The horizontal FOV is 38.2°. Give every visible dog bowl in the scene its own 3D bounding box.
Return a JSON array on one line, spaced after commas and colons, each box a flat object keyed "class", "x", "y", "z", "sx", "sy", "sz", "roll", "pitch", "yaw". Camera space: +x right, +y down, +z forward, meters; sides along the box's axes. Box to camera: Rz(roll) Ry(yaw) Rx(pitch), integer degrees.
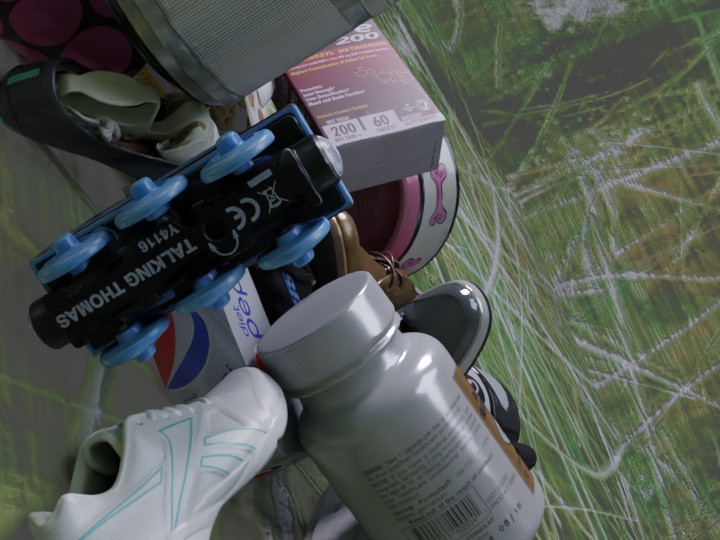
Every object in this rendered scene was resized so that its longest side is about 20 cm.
[{"class": "dog bowl", "x": -0.008, "y": -0.080, "z": 1.011, "sx": 0.074, "sy": 0.200, "sz": 0.200, "roll": -19, "pitch": 81, "yaw": -54}]

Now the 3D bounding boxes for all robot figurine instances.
[{"class": "robot figurine", "x": 0.089, "y": 0.149, "z": 1.038, "sx": 0.200, "sy": 0.150, "sz": 0.125, "roll": 31, "pitch": 48, "yaw": -62}]

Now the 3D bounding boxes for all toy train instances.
[{"class": "toy train", "x": -0.100, "y": -0.022, "z": 0.602, "sx": 0.087, "sy": 0.200, "sz": 0.114, "roll": 57, "pitch": 5, "yaw": -16}]

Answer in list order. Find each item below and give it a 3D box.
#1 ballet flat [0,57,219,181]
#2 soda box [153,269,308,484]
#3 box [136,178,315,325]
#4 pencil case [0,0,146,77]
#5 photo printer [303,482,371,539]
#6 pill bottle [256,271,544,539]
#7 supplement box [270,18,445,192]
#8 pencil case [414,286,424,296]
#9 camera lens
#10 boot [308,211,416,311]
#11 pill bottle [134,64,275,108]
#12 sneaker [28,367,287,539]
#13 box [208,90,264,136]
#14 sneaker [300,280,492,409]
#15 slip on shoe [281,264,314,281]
[{"class": "ballet flat", "x": -0.147, "y": -0.098, "z": 0.711, "sx": 0.200, "sy": 0.073, "sz": 0.073, "roll": 17, "pitch": 46, "yaw": -47}, {"class": "soda box", "x": -0.102, "y": 0.046, "z": 0.714, "sx": 0.200, "sy": 0.063, "sz": 0.068, "roll": 67, "pitch": 16, "yaw": 14}, {"class": "box", "x": -0.099, "y": -0.018, "z": 0.865, "sx": 0.198, "sy": 0.050, "sz": 0.200, "roll": 19, "pitch": 46, "yaw": -67}, {"class": "pencil case", "x": -0.219, "y": -0.195, "z": 0.690, "sx": 0.200, "sy": 0.094, "sz": 0.091, "roll": 36, "pitch": 31, "yaw": -59}, {"class": "photo printer", "x": 0.032, "y": 0.265, "z": 0.767, "sx": 0.200, "sy": 0.069, "sz": 0.166, "roll": 59, "pitch": 16, "yaw": -11}, {"class": "pill bottle", "x": 0.025, "y": 0.105, "z": 0.686, "sx": 0.200, "sy": 0.114, "sz": 0.114, "roll": 55, "pitch": 17, "yaw": -13}, {"class": "supplement box", "x": -0.017, "y": -0.162, "z": 0.924, "sx": 0.061, "sy": 0.109, "sz": 0.200, "roll": 95, "pitch": -27, "yaw": -48}, {"class": "pencil case", "x": 0.020, "y": 0.050, "z": 1.021, "sx": 0.200, "sy": 0.083, "sz": 0.087, "roll": 13, "pitch": 90, "yaw": -77}, {"class": "camera lens", "x": -0.064, "y": -0.216, "z": 0.680, "sx": 0.160, "sy": 0.200, "sz": 0.160, "roll": 56, "pitch": 12, "yaw": -19}, {"class": "boot", "x": 0.000, "y": 0.000, "z": 0.801, "sx": 0.200, "sy": 0.075, "sz": 0.074, "roll": 81, "pitch": -13, "yaw": -64}, {"class": "pill bottle", "x": -0.160, "y": -0.210, "z": 0.866, "sx": 0.200, "sy": 0.112, "sz": 0.112, "roll": 53, "pitch": 18, "yaw": -32}, {"class": "sneaker", "x": -0.102, "y": 0.102, "z": 0.570, "sx": 0.080, "sy": 0.070, "sz": 0.200, "roll": 50, "pitch": 31, "yaw": -10}, {"class": "box", "x": -0.109, "y": -0.166, "z": 0.804, "sx": 0.039, "sy": 0.041, "sz": 0.200, "roll": -58, "pitch": 139, "yaw": -70}, {"class": "sneaker", "x": -0.003, "y": 0.075, "z": 0.774, "sx": 0.121, "sy": 0.200, "sz": 0.084, "roll": 3, "pitch": 49, "yaw": -55}, {"class": "slip on shoe", "x": -0.048, "y": -0.040, "z": 0.862, "sx": 0.076, "sy": 0.061, "sz": 0.200, "roll": 68, "pitch": 17, "yaw": 16}]
